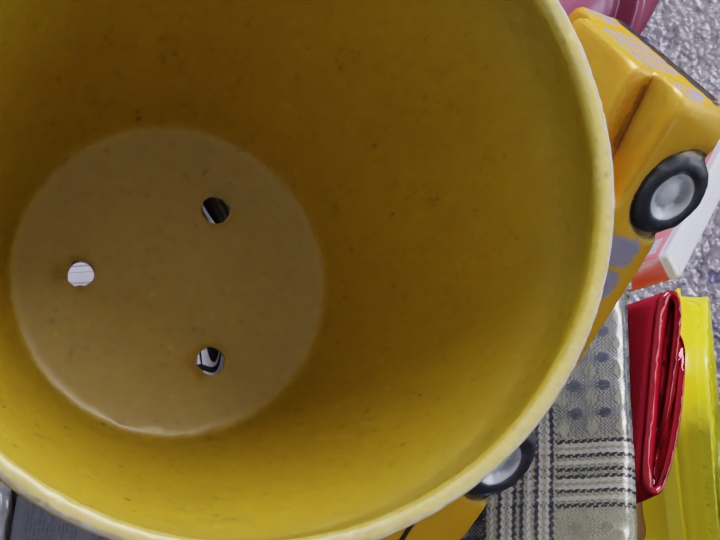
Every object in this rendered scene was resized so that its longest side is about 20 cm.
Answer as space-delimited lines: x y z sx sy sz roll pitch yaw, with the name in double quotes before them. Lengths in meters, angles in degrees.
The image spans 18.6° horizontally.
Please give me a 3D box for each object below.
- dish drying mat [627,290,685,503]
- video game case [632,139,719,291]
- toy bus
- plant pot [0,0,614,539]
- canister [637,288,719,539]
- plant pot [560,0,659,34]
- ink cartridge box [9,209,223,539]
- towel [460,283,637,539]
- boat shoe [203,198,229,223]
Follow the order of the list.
"dish drying mat" 0.072 0.065 0.860 0.200 0.018 0.077 149 -47 -64
"video game case" 0.102 -0.008 1.207 0.017 0.200 0.143 61 32 -16
"toy bus" 0.032 0.010 0.711 0.078 0.065 0.200 13 116 -42
"plant pot" -0.046 -0.011 0.622 0.142 0.200 0.201 137 -45 -71
"canister" 0.085 0.084 1.144 0.149 0.200 0.087 75 17 -46
"plant pot" 0.012 -0.121 0.898 0.179 0.200 0.200 -52 141 -50
"ink cartridge box" -0.077 0.075 0.735 0.094 0.044 0.200 68 23 -55
"towel" 0.007 0.093 0.780 0.035 0.192 0.200 57 31 -57
"boat shoe" -0.055 -0.077 0.749 0.200 0.074 0.073 63 23 12
